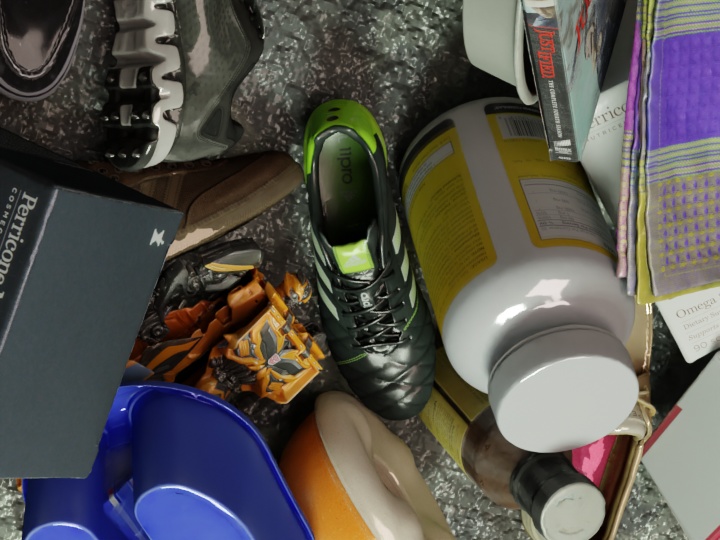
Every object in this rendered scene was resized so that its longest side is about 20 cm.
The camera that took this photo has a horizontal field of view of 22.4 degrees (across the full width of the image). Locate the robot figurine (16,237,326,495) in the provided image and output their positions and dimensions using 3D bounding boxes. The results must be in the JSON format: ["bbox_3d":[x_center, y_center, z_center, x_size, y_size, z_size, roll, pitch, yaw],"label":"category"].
[{"bbox_3d":[-0.106,0.070,1.055,0.200,0.058,0.145,-36,139,0],"label":"robot figurine"}]

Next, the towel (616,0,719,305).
[{"bbox_3d":[0.207,-0.085,1.000,0.143,0.023,0.202,-7,108,-27],"label":"towel"}]

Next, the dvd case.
[{"bbox_3d":[0.116,-0.162,0.937,0.200,0.022,0.147,64,41,-64],"label":"dvd case"}]

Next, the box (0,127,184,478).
[{"bbox_3d":[-0.215,-0.001,0.925,0.107,0.199,0.149,11,101,-61],"label":"box"}]

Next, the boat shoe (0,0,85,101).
[{"bbox_3d":[-0.172,-0.188,0.976,0.071,0.068,0.202,4,102,-23],"label":"boat shoe"}]

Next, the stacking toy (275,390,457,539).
[{"bbox_3d":[-0.050,0.181,1.111,0.199,0.146,0.146,-34,115,9],"label":"stacking toy"}]

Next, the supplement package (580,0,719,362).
[{"bbox_3d":[0.201,-0.068,1.106,0.116,0.118,0.201,-26,120,13],"label":"supplement package"}]

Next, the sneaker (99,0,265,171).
[{"bbox_3d":[-0.094,-0.154,1.021,0.090,0.066,0.202,2,93,-41],"label":"sneaker"}]

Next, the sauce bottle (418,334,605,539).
[{"bbox_3d":[0.085,0.101,1.083,0.064,0.200,0.065,-7,113,-16],"label":"sauce bottle"}]

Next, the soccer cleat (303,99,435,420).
[{"bbox_3d":[0.000,0.000,1.078,0.067,0.081,0.201,-11,103,8],"label":"soccer cleat"}]

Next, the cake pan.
[{"bbox_3d":[0.094,-0.189,0.957,0.036,0.200,0.202,13,101,13],"label":"cake pan"}]

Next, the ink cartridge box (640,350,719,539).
[{"bbox_3d":[0.300,0.086,1.182,0.199,0.084,0.146,-20,155,-26],"label":"ink cartridge box"}]

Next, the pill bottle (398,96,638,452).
[{"bbox_3d":[0.093,0.002,1.051,0.111,0.201,0.112,-8,137,-7],"label":"pill bottle"}]

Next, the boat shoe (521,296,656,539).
[{"bbox_3d":[0.161,0.095,1.186,0.073,0.069,0.202,5,102,-23],"label":"boat shoe"}]

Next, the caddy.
[{"bbox_3d":[-0.104,0.153,1.001,0.140,0.105,0.201,-19,121,9],"label":"caddy"}]

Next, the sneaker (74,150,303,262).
[{"bbox_3d":[-0.126,-0.038,1.035,0.199,0.070,0.076,-28,92,-23],"label":"sneaker"}]
